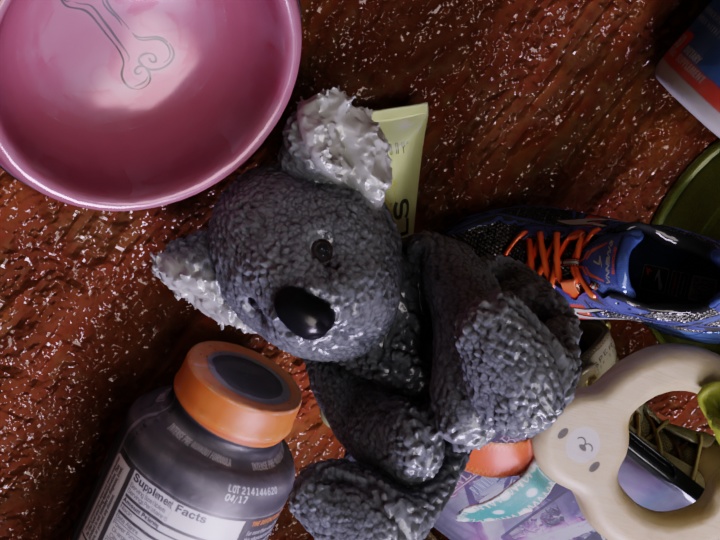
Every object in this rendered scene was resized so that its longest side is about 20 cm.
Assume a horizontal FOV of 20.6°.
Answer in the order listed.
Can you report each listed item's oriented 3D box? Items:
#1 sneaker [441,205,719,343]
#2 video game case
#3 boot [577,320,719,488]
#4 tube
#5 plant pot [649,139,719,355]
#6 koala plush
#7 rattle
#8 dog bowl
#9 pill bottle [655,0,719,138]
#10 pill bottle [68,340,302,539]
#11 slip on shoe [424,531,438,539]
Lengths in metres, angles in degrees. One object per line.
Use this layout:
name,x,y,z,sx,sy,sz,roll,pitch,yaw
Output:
sneaker,0.137,-0.004,1.131,0.199,0.076,0.078,3,170,9
video game case,0.109,0.133,1.213,0.200,0.019,0.143,38,125,-16
boot,0.176,0.097,1.226,0.199,0.073,0.156,-4,128,22
tube,0.000,0.000,1.134,0.058,0.052,0.201,-39,138,-50
plant pot,0.301,0.031,1.197,0.200,0.193,0.201,-12,126,-17
koala plush,-0.003,0.018,1.047,0.200,0.184,0.177,40,115,-8
rattle,0.156,0.117,1.103,0.199,0.143,0.131,3,115,-17
dog bowl,-0.117,-0.118,0.984,0.199,0.074,0.201,-12,126,-16
pill bottle,0.269,-0.152,1.112,0.112,0.112,0.200,31,104,-36
pill bottle,-0.104,0.140,1.141,0.106,0.106,0.201,13,115,-31
slip on shoe,0.051,0.222,1.295,0.076,0.061,0.200,-34,129,0
